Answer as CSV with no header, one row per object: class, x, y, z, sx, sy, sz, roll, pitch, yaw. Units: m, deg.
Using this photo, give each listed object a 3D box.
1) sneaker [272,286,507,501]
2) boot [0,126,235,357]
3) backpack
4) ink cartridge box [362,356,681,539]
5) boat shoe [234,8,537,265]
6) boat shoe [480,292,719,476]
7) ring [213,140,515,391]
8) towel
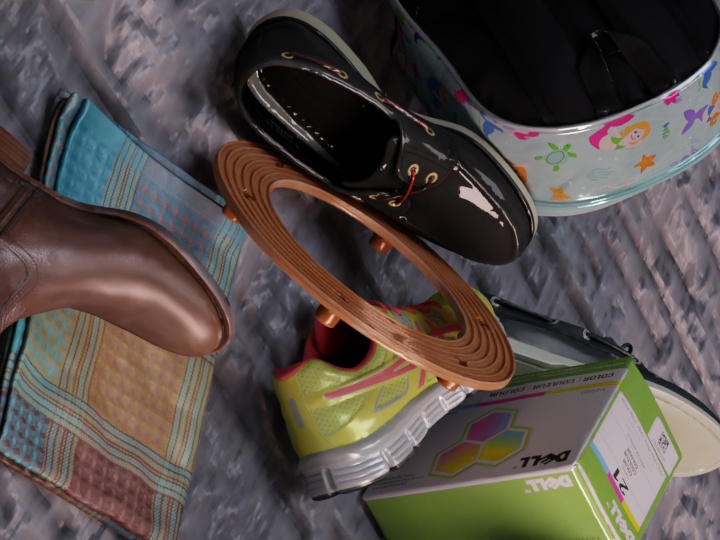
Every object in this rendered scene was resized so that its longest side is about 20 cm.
sneaker,0.016,0.045,1.405,0.090,0.078,0.200,60,34,-10
boot,-0.165,0.041,1.125,0.186,0.064,0.200,34,45,-10
backpack,0.121,-0.123,1.470,0.200,0.177,0.151,53,-17,44
ink cartridge box,0.073,0.144,1.390,0.076,0.148,0.200,62,38,-22
boat shoe,0.013,-0.062,1.391,0.201,0.074,0.063,38,33,-16
boat shoe,0.139,0.066,1.539,0.199,0.075,0.066,18,43,-14
ring,0.000,0.000,1.348,0.200,0.019,0.200,35,16,-12
towel,-0.120,0.027,1.260,0.147,0.022,0.200,38,51,-43
